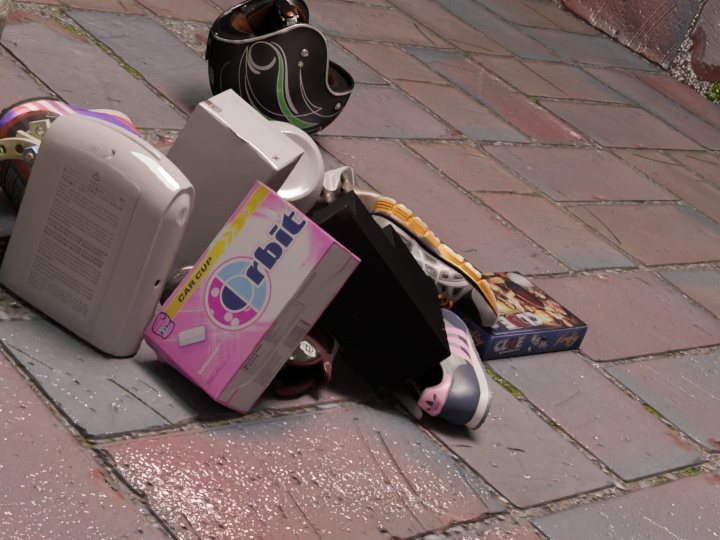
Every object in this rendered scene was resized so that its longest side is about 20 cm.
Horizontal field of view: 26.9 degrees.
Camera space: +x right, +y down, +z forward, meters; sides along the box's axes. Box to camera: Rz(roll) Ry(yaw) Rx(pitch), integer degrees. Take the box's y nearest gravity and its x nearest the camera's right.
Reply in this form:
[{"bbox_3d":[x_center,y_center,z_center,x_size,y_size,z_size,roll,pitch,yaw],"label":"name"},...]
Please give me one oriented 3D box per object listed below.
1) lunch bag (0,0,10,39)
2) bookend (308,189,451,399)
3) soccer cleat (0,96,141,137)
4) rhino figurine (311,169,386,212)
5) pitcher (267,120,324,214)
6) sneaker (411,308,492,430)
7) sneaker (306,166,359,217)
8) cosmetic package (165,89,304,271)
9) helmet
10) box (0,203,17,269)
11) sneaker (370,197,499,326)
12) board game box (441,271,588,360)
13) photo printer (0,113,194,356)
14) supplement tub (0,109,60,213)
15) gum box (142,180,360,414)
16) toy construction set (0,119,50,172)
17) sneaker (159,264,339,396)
[{"bbox_3d":[-0.476,-0.231,1.668,0.139,0.201,0.168,33,28,15],"label":"lunch bag"},{"bbox_3d":[0.000,0.000,1.614,0.200,0.092,0.199,54,11,-20],"label":"bookend"},{"bbox_3d":[-0.345,-0.161,1.809,0.199,0.068,0.073,1,35,-47],"label":"soccer cleat"},{"bbox_3d":[0.012,-0.054,1.820,0.200,0.087,0.060,37,35,-20],"label":"rhino figurine"},{"bbox_3d":[-0.140,-0.101,1.745,0.170,0.122,0.200,-12,-2,-23],"label":"pitcher"},{"bbox_3d":[0.079,0.094,1.647,0.082,0.071,0.200,16,22,-23],"label":"sneaker"},{"bbox_3d":[-0.068,-0.066,1.879,0.080,0.071,0.200,-4,24,25],"label":"sneaker"},{"bbox_3d":[-0.162,-0.079,1.600,0.113,0.200,0.081,41,26,5],"label":"cosmetic package"},{"bbox_3d":[-0.113,-0.276,2.124,0.198,0.192,0.201,-11,34,7],"label":"helmet"},{"bbox_3d":[-0.449,-0.050,1.489,0.160,0.044,0.199,35,25,27],"label":"box"},{"bbox_3d":[0.078,0.004,1.764,0.200,0.077,0.078,40,-10,0],"label":"sneaker"},{"bbox_3d":[0.176,0.053,1.876,0.199,0.035,0.135,-3,35,-47],"label":"board game box"},{"bbox_3d":[-0.254,-0.042,1.456,0.166,0.201,0.069,30,23,17],"label":"photo printer"},{"bbox_3d":[-0.318,-0.083,1.607,0.106,0.108,0.200,5,29,-37],"label":"supplement tub"},{"bbox_3d":[-0.108,0.031,1.454,0.113,0.200,0.066,37,1,31],"label":"gum box"},{"bbox_3d":[-0.376,-0.112,1.465,0.092,0.131,0.200,53,26,15],"label":"toy construction set"},{"bbox_3d":[-0.112,0.065,1.526,0.199,0.076,0.116,19,26,-12],"label":"sneaker"}]
